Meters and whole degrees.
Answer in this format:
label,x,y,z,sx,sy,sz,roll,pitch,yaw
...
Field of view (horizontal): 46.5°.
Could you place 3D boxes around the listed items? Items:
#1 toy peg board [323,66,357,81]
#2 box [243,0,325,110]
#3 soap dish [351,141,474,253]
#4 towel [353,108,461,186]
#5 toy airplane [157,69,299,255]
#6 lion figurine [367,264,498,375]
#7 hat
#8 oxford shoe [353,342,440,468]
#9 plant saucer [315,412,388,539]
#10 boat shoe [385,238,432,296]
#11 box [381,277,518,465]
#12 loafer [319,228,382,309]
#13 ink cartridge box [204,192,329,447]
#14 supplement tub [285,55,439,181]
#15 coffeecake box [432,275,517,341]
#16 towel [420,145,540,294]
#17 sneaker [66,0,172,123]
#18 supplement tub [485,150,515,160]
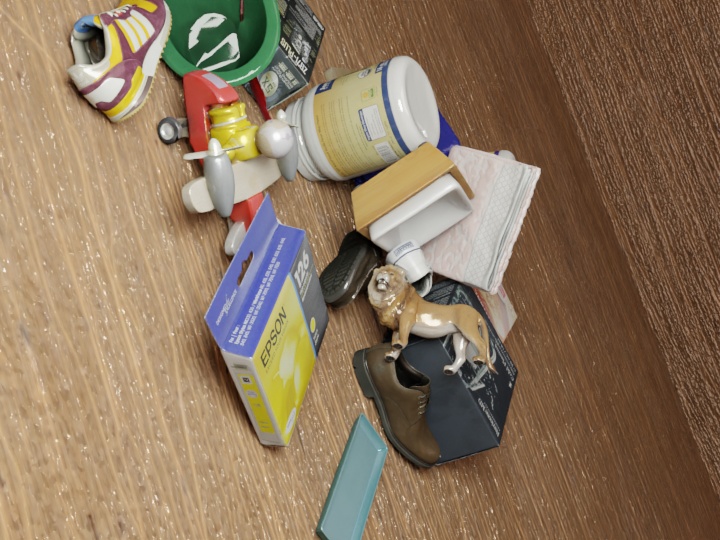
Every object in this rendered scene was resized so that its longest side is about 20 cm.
label,x,y,z,sx,sy,sz,roll,pitch,yaw
toy peg board,0.053,-0.275,1.477,0.198,0.097,0.203,-17,85,-62
box,-0.150,-0.362,1.193,0.200,0.085,0.166,48,33,-31
soap dish,0.076,-0.097,1.188,0.082,0.156,0.200,60,10,14
towel,0.055,-0.207,1.361,0.197,0.050,0.149,-24,74,-26
toy airplane,-0.133,-0.121,0.988,0.198,0.139,0.203,36,40,-45
lion figurine,0.099,0.068,1.142,0.196,0.073,0.124,16,55,0
hat,-0.192,-0.294,1.117,0.176,0.162,0.204,157,-77,-78
oxford shoe,0.069,0.192,1.179,0.202,0.083,0.073,60,27,-16
plant saucer,-0.010,0.271,1.050,0.070,0.019,0.201,56,30,-21
boat shoe,0.074,0.016,1.265,0.066,0.073,0.200,58,-1,15
box,0.137,0.148,1.291,0.202,0.122,0.197,59,31,-15
loafer,0.000,0.000,1.204,0.072,0.072,0.201,55,30,-17
ink cartridge box,-0.093,0.054,0.939,0.200,0.046,0.202,-71,157,-44
supplement tub,0.002,-0.213,1.214,0.144,0.197,0.147,37,47,-53
coffeecake box,0.203,0.065,1.518,0.156,0.072,0.200,62,27,-7
towel,0.170,-0.081,1.282,0.032,0.190,0.204,17,95,-36
sneaker,-0.267,-0.263,0.925,0.090,0.074,0.203,44,34,-45
supplement tub,0.168,-0.121,1.426,0.145,0.196,0.149,-5,90,-73
